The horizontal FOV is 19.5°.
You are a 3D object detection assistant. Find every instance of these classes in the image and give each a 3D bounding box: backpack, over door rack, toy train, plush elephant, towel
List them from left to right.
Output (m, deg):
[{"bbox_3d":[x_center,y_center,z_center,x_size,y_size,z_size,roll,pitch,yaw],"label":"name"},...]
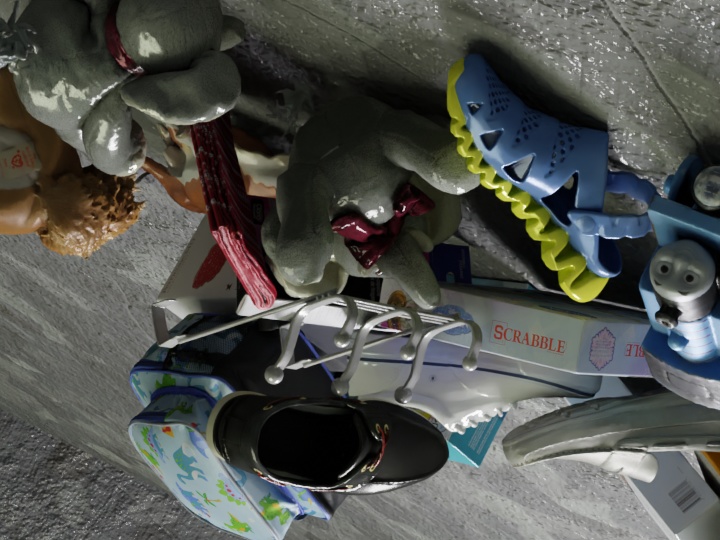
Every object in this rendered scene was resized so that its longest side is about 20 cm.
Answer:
[{"bbox_3d":[-0.150,-0.158,1.416,0.154,0.166,0.200,-9,178,16],"label":"plush elephant"},{"bbox_3d":[-0.102,-0.083,1.561,0.022,0.201,0.145,-15,154,4],"label":"towel"},{"bbox_3d":[-0.106,0.126,1.751,0.183,0.147,0.200,54,158,-23],"label":"backpack"},{"bbox_3d":[-0.032,0.057,1.508,0.199,0.067,0.147,-4,168,43],"label":"over door rack"},{"bbox_3d":[0.010,-0.039,1.515,0.155,0.164,0.200,59,175,-38],"label":"plush elephant"},{"bbox_3d":[0.230,0.010,1.360,0.086,0.115,0.200,21,162,23],"label":"toy train"}]

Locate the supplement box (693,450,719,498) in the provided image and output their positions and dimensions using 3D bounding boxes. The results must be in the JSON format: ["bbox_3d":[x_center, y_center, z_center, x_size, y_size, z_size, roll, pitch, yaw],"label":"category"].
[{"bbox_3d":[0.340,0.187,1.705,0.126,0.073,0.200,54,178,30],"label":"supplement box"}]

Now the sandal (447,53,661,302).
[{"bbox_3d":[0.130,-0.072,1.386,0.087,0.080,0.200,-28,123,26],"label":"sandal"}]

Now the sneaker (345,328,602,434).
[{"bbox_3d":[0.086,0.090,1.620,0.199,0.071,0.073,6,-176,2],"label":"sneaker"}]

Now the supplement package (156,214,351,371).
[{"bbox_3d":[-0.069,0.008,1.837,0.120,0.122,0.200,36,162,-23],"label":"supplement package"}]

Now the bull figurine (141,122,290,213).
[{"bbox_3d":[-0.114,-0.088,1.728,0.121,0.065,0.200,43,154,-23],"label":"bull figurine"}]

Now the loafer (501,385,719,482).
[{"bbox_3d":[0.208,0.129,1.601,0.199,0.070,0.070,-11,-178,-4],"label":"loafer"}]

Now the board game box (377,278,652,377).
[{"bbox_3d":[0.150,0.044,1.578,0.199,0.041,0.199,6,-176,-45],"label":"board game box"}]

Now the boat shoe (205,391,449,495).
[{"bbox_3d":[-0.013,0.128,1.507,0.200,0.074,0.063,11,-178,-37],"label":"boat shoe"}]

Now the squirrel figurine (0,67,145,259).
[{"bbox_3d":[-0.307,-0.077,1.961,0.199,0.142,0.187,32,170,-4],"label":"squirrel figurine"}]

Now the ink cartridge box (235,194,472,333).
[{"bbox_3d":[0.000,0.000,1.650,0.199,0.095,0.037,9,145,-17],"label":"ink cartridge box"}]

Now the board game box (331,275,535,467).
[{"bbox_3d":[0.057,0.078,1.787,0.047,0.152,0.199,40,160,-33],"label":"board game box"}]

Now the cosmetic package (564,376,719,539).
[{"bbox_3d":[0.257,0.180,1.773,0.151,0.052,0.200,49,-177,-44],"label":"cosmetic package"}]
